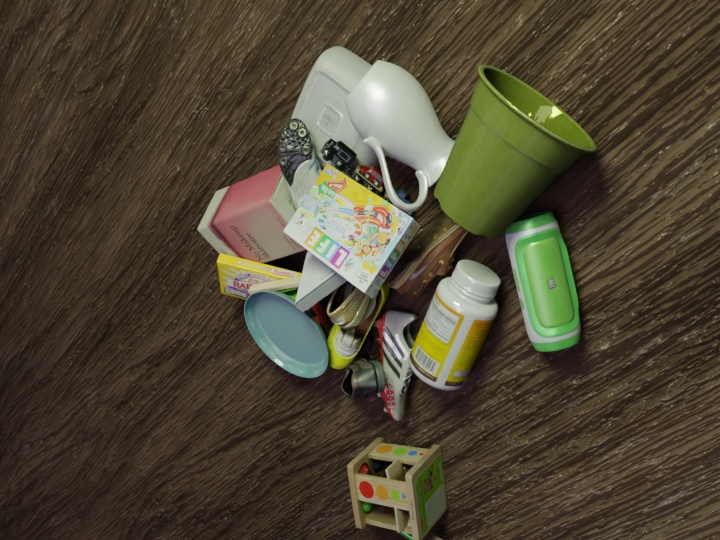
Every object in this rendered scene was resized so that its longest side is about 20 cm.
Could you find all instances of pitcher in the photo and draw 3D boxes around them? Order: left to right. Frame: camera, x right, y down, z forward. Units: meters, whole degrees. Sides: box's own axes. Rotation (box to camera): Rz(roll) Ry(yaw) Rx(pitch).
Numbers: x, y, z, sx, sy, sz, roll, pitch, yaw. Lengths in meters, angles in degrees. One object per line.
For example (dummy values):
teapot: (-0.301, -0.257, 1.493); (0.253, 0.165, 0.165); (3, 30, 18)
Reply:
pitcher: (0.057, -0.208, 1.064); (0.200, 0.173, 0.121); (43, 155, -10)

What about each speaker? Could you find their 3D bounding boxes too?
speaker: (0.282, 0.017, 1.056); (0.087, 0.088, 0.206); (-11, 96, 34)

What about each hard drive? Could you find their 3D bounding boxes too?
hard drive: (-0.053, -0.037, 1.205); (0.026, 0.203, 0.131); (36, 128, -25)

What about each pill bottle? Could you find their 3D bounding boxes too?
pill bottle: (0.160, 0.090, 1.139); (0.108, 0.109, 0.204); (31, 117, 22)

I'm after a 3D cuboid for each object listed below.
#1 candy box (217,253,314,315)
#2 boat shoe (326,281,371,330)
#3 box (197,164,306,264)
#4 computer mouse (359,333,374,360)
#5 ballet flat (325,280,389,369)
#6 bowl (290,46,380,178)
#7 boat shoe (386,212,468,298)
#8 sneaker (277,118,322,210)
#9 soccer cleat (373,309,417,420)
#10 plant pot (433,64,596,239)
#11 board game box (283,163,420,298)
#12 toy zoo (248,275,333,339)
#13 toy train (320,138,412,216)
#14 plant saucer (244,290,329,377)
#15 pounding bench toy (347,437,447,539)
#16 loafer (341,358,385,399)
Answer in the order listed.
candy box: (-0.180, 0.029, 1.327); (0.194, 0.027, 0.104); (13, 139, 5)
boat shoe: (0.000, 0.000, 1.187); (0.070, 0.076, 0.204); (10, 71, 38)
box: (-0.186, -0.097, 1.287); (0.196, 0.111, 0.128); (-16, 130, 34)
computer mouse: (0.011, 0.162, 1.301); (0.058, 0.034, 0.202); (-38, 81, 33)
ballet flat: (-0.009, 0.099, 1.247); (0.066, 0.067, 0.203); (29, 102, -4)
bowl: (-0.036, -0.264, 1.199); (0.199, 0.074, 0.202); (40, 121, 16)
boat shoe: (0.130, -0.031, 1.162); (0.067, 0.073, 0.200); (35, 116, -19)
sneaker: (-0.096, -0.165, 1.201); (0.070, 0.073, 0.205); (-11, 107, 11)
soccer cleat: (0.074, 0.173, 1.241); (0.083, 0.068, 0.206); (-3, 94, 22)
plant pot: (0.202, -0.156, 0.990); (0.200, 0.199, 0.192); (42, 119, 16)
board game box: (-0.018, -0.067, 1.090); (0.198, 0.034, 0.136); (35, 91, 32)
toy zoo: (-0.118, 0.100, 1.325); (0.128, 0.021, 0.202); (-9, 126, 32)
toy train: (0.018, -0.155, 1.166); (0.198, 0.034, 0.046); (38, 105, -15)
plant saucer: (-0.135, 0.115, 1.288); (0.196, 0.027, 0.204); (23, 136, 23)
pounding bench toy: (0.068, 0.439, 1.280); (0.153, 0.123, 0.206); (-2, 102, 33)
loafer: (-0.009, 0.199, 1.247); (0.200, 0.061, 0.074); (137, 123, -71)
